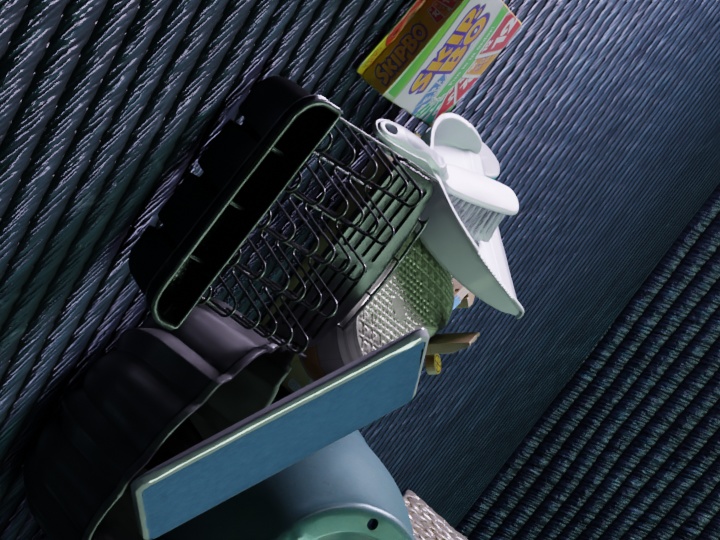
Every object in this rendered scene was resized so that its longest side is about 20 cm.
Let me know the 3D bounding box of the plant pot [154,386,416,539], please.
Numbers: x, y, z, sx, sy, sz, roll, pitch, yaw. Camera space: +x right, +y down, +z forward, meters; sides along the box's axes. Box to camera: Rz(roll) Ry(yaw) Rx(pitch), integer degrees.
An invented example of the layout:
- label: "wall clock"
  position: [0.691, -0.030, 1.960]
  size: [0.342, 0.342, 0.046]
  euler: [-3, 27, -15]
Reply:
- label: "plant pot"
  position: [-0.047, 0.204, 1.559]
  size: [0.200, 0.200, 0.188]
  euler: [-48, -156, -4]

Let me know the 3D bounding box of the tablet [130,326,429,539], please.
- label: "tablet"
  position: [-0.049, 0.100, 1.331]
  size: [0.199, 0.014, 0.130]
  euler: [-27, 163, -12]

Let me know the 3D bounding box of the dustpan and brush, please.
- label: "dustpan and brush"
  position: [0.056, -0.058, 1.448]
  size: [0.057, 0.140, 0.199]
  euler: [-29, 149, 31]

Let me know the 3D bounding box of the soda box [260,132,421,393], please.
- label: "soda box"
  position: [0.000, 0.000, 1.577]
  size: [0.200, 0.068, 0.064]
  euler: [-55, 166, 29]

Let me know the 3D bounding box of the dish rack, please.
- label: "dish rack"
  position: [-0.033, -0.020, 1.256]
  size: [0.154, 0.055, 0.200]
  euler: [-51, 143, 8]

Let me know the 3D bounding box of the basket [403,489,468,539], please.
- label: "basket"
  position: [0.068, 0.451, 3.030]
  size: [0.161, 0.200, 0.199]
  euler: [-42, 168, -37]

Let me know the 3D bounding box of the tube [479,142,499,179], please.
- label: "tube"
  position: [0.028, -0.024, 1.684]
  size: [0.200, 0.050, 0.077]
  euler: [-49, 162, 29]

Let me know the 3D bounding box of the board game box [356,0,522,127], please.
- label: "board game box"
  position: [0.053, -0.145, 1.409]
  size: [0.096, 0.030, 0.200]
  euler: [-50, 166, 6]

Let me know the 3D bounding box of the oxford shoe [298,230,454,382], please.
- label: "oxford shoe"
  position: [0.012, 0.023, 1.438]
  size: [0.057, 0.076, 0.200]
  euler: [-16, -168, 27]

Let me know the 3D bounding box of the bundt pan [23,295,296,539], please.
- label: "bundt pan"
  position: [-0.133, 0.095, 1.361]
  size: [0.202, 0.076, 0.202]
  euler: [-46, 168, -12]

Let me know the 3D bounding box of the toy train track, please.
- label: "toy train track"
  position: [0.041, 0.050, 1.519]
  size: [0.200, 0.114, 0.033]
  euler: [-42, 125, -62]

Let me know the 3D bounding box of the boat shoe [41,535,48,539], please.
- label: "boat shoe"
  position: [-0.227, 0.239, 1.495]
  size: [0.200, 0.073, 0.065]
  euler: [-48, 173, -9]
